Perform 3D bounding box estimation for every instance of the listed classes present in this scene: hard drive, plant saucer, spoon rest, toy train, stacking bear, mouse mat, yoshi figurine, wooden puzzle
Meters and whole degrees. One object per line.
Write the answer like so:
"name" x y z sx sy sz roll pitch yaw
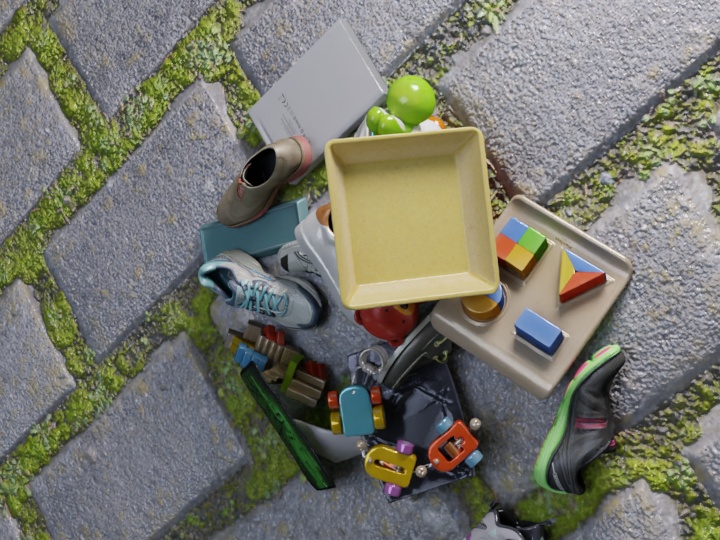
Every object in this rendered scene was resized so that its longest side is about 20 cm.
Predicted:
"hard drive" 0.068 0.189 1.757 0.133 0.042 0.202 -19 74 9
"plant saucer" 0.058 -0.062 1.616 0.048 0.197 0.203 169 94 -77
"spoon rest" -0.003 0.242 1.815 0.198 0.099 0.061 25 82 17
"hard drive" -0.060 -0.234 1.878 0.200 0.027 0.133 -41 68 28
"toy train" 0.053 0.194 1.700 0.200 0.056 0.150 44 97 2
"stacking bear" 0.063 -0.004 1.694 0.113 0.121 0.201 -13 45 60
"plant saucer" -0.156 -0.052 1.950 0.198 0.019 0.071 -13 83 33
"mouse mat" -0.102 0.214 1.829 0.007 0.161 0.201 -34 87 -16
"yoshi figurine" 0.078 -0.183 1.682 0.111 0.199 0.114 -5 80 25
"wooden puzzle" 0.205 0.026 1.640 0.184 0.046 0.201 33 84 23

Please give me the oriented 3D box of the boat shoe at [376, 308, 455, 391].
"boat shoe" 0.102 0.081 1.716 0.060 0.072 0.202 41 90 5

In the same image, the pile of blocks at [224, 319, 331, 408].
"pile of blocks" -0.121 0.118 1.888 0.199 0.082 0.063 29 106 31

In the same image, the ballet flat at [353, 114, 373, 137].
"ballet flat" 0.010 -0.122 1.775 0.069 0.069 0.202 -22 45 32

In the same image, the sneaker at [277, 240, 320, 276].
"sneaker" -0.031 -0.005 1.831 0.198 0.075 0.089 -9 89 36

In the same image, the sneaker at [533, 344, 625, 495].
"sneaker" 0.280 0.182 1.633 0.083 0.077 0.202 25 108 13

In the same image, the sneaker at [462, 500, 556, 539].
"sneaker" 0.214 0.370 1.665 0.200 0.077 0.141 41 112 26

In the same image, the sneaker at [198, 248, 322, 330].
"sneaker" -0.145 0.038 1.894 0.198 0.086 0.079 23 111 26

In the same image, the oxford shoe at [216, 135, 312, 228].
"oxford shoe" -0.154 -0.126 1.888 0.200 0.074 0.071 -42 68 37

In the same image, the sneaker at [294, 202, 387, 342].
"sneaker" 0.000 0.000 1.742 0.085 0.073 0.201 -40 87 31
